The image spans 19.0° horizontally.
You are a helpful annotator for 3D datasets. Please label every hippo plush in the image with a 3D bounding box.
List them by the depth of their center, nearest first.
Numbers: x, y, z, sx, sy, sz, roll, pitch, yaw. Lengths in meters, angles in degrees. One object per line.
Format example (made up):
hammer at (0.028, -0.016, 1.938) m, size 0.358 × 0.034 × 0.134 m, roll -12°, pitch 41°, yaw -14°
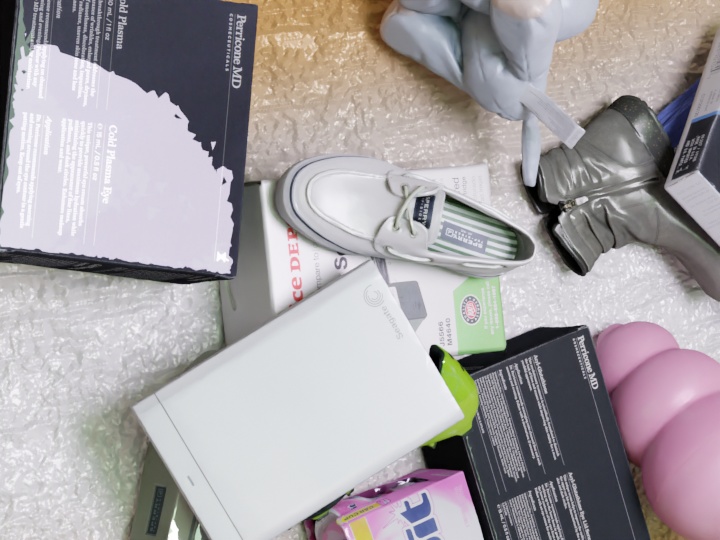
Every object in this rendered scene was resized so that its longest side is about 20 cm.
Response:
hippo plush at (0.132, -0.211, 1.660) m, size 0.200 × 0.159 × 0.161 m, roll 42°, pitch 56°, yaw -1°

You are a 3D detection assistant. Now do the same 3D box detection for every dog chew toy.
dog chew toy at (0.256, 0.121, 1.716) m, size 0.124 × 0.125 × 0.200 m, roll -18°, pitch 55°, yaw -28°

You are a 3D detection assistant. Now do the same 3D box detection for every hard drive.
hard drive at (-0.044, 0.100, 1.519) m, size 0.200 × 0.027 × 0.132 m, roll -31°, pitch 93°, yaw -9°

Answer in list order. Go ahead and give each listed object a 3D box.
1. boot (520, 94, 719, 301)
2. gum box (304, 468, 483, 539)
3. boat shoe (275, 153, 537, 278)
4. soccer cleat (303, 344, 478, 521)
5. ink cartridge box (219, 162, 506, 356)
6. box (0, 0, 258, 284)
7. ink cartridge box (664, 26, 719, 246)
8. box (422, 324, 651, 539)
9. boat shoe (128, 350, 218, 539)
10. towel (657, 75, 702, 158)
boot at (0.219, -0.033, 1.762) m, size 0.130 × 0.068 × 0.200 m, roll -37°, pitch 98°, yaw -20°
gum box at (0.043, 0.255, 1.641) m, size 0.113 × 0.066 × 0.201 m, roll -21°, pitch 98°, yaw -30°
boat shoe at (0.039, -0.043, 1.556) m, size 0.199 × 0.067 × 0.074 m, roll 11°, pitch 81°, yaw -27°
soccer cleat at (-0.009, 0.121, 1.585) m, size 0.199 × 0.068 × 0.081 m, roll -30°, pitch 127°, yaw 2°
ink cartridge box at (0.000, 0.000, 1.619) m, size 0.199 × 0.084 × 0.146 m, roll -6°, pitch 90°, yaw -29°
box at (-0.180, -0.099, 1.511) m, size 0.181 × 0.104 × 0.201 m, roll 8°, pitch 84°, yaw -28°
ink cartridge box at (0.348, -0.079, 1.790) m, size 0.200 × 0.043 × 0.199 m, roll 44°, pitch 48°, yaw -25°
box at (0.134, 0.159, 1.691) m, size 0.141 × 0.079 × 0.201 m, roll -20°, pitch 97°, yaw -26°
boat shoe at (-0.116, 0.161, 1.564) m, size 0.071 × 0.070 × 0.202 m, roll 21°, pitch 81°, yaw -39°
towel at (0.331, -0.075, 1.843) m, size 0.145 × 0.024 × 0.200 m, roll -41°, pitch 108°, yaw -30°
